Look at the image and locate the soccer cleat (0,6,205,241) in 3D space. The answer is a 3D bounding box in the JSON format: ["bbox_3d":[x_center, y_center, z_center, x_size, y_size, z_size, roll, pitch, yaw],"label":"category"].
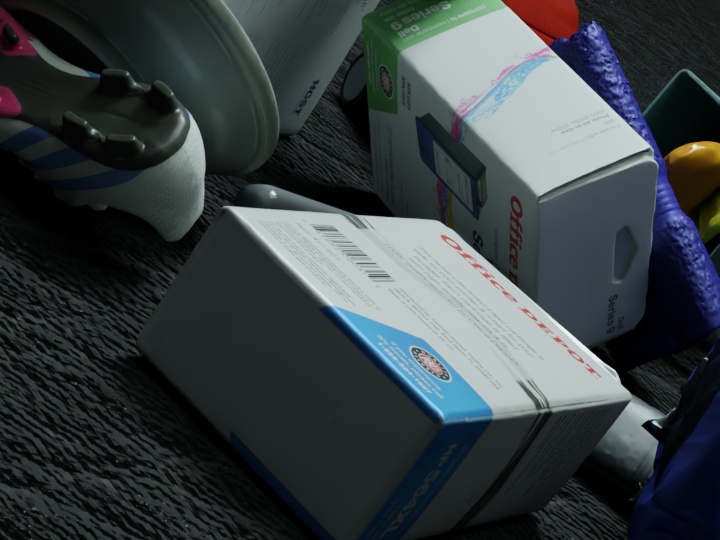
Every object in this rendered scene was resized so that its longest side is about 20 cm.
[{"bbox_3d":[-0.160,-0.072,0.998,0.200,0.070,0.086,27,-31,28],"label":"soccer cleat"}]

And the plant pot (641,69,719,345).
[{"bbox_3d":[0.286,-0.023,1.507,0.200,0.141,0.141,27,18,-41],"label":"plant pot"}]

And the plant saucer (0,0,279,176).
[{"bbox_3d":[-0.133,-0.112,1.042,0.200,0.050,0.200,32,-25,17],"label":"plant saucer"}]

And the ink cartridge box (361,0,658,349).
[{"bbox_3d":[0.086,-0.061,1.218,0.087,0.146,0.200,-24,48,-20],"label":"ink cartridge box"}]

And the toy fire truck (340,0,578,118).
[{"bbox_3d":[0.101,-0.183,1.427,0.128,0.201,0.176,24,-9,-26],"label":"toy fire truck"}]

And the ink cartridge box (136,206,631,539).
[{"bbox_3d":[0.017,0.047,0.947,0.146,0.084,0.200,43,19,24],"label":"ink cartridge box"}]

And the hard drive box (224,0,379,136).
[{"bbox_3d":[-0.076,-0.169,1.221,0.077,0.156,0.200,41,19,24],"label":"hard drive box"}]

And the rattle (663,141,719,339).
[{"bbox_3d":[0.263,0.015,1.322,0.143,0.130,0.201,57,23,-86],"label":"rattle"}]

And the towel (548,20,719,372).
[{"bbox_3d":[0.160,-0.043,1.247,0.201,0.049,0.148,66,-19,5],"label":"towel"}]

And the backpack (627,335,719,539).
[{"bbox_3d":[0.206,0.109,0.974,0.162,0.168,0.200,37,24,1],"label":"backpack"}]

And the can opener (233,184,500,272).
[{"bbox_3d":[0.000,0.000,1.121,0.200,0.054,0.067,18,-8,-38],"label":"can opener"}]

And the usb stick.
[{"bbox_3d":[0.195,0.124,1.086,0.200,0.033,0.055,32,52,18],"label":"usb stick"}]
